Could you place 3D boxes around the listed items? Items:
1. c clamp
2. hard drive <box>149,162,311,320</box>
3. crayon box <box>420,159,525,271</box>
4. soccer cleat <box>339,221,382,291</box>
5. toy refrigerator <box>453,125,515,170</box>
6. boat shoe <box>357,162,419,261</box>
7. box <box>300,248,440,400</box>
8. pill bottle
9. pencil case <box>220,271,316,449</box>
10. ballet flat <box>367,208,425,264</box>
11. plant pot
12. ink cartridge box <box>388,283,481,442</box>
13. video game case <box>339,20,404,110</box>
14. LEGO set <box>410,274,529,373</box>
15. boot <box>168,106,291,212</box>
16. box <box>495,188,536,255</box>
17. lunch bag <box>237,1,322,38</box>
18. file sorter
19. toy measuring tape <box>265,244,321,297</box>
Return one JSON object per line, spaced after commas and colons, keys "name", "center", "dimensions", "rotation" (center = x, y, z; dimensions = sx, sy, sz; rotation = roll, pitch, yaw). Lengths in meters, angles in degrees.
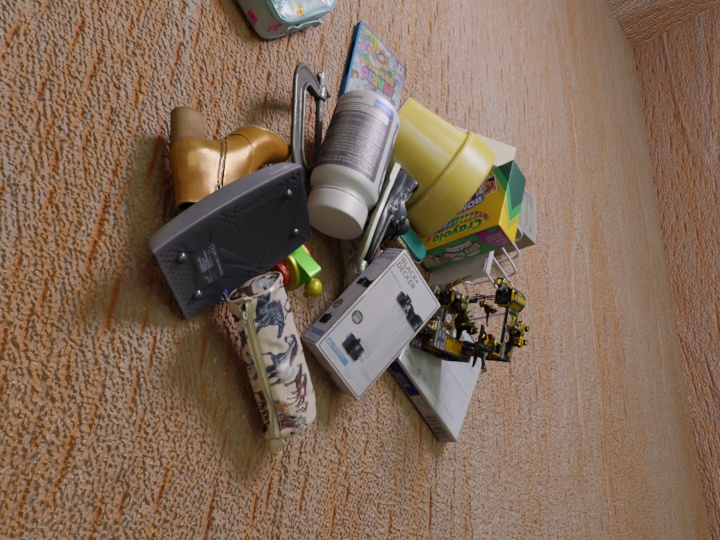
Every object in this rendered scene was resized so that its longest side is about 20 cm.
{"name": "c clamp", "center": [-0.073, -0.232, 0.842], "dimensions": [0.171, 0.026, 0.209], "rotation": [41, 51, -72]}
{"name": "hard drive", "center": [-0.151, -0.042, 0.639], "dimensions": [0.197, 0.042, 0.137], "rotation": [-35, 147, -23]}
{"name": "crayon box", "center": [0.209, -0.102, 1.013], "dimensions": [0.058, 0.196, 0.176], "rotation": [44, 49, -25]}
{"name": "soccer cleat", "center": [0.000, 0.000, 0.856], "dimensions": [0.084, 0.067, 0.207], "rotation": [-25, 98, -47]}
{"name": "toy refrigerator", "center": [0.210, -0.234, 1.079], "dimensions": [0.193, 0.071, 0.077], "rotation": [21, 53, 6]}
{"name": "boat shoe", "center": [0.050, -0.084, 0.829], "dimensions": [0.064, 0.075, 0.203], "rotation": [27, 46, -7]}
{"name": "box", "center": [0.019, 0.076, 0.797], "dimensions": [0.200, 0.060, 0.118], "rotation": [-44, 111, -20]}
{"name": "pill bottle", "center": [-0.014, -0.161, 0.814], "dimensions": [0.112, 0.112, 0.206], "rotation": [33, 64, -34]}
{"name": "pencil case", "center": [-0.111, 0.111, 0.660], "dimensions": [0.089, 0.075, 0.208], "rotation": [-36, 117, -58]}
{"name": "ballet flat", "center": [0.039, -0.088, 0.926], "dimensions": [0.203, 0.064, 0.071], "rotation": [57, 43, -13]}
{"name": "plant pot", "center": [0.113, -0.199, 0.963], "dimensions": [0.188, 0.200, 0.203], "rotation": [41, 49, -7]}
{"name": "ink cartridge box", "center": [0.144, 0.167, 0.971], "dimensions": [0.202, 0.040, 0.201], "rotation": [55, 45, -18]}
{"name": "video game case", "center": [0.028, -0.374, 1.044], "dimensions": [0.141, 0.017, 0.207], "rotation": [33, 55, -36]}
{"name": "LEGO set", "center": [0.169, 0.079, 0.874], "dimensions": [0.114, 0.197, 0.159], "rotation": [25, 79, -35]}
{"name": "boot", "center": [-0.165, -0.121, 0.702], "dimensions": [0.197, 0.070, 0.150], "rotation": [7, 66, -48]}
{"name": "box", "center": [0.305, -0.145, 1.197], "dimensions": [0.198, 0.107, 0.132], "rotation": [33, 54, -35]}
{"name": "lunch bag", "center": [-0.125, -0.479, 0.871], "dimensions": [0.163, 0.076, 0.200], "rotation": [58, 44, -15]}
{"name": "file sorter", "center": [0.241, -0.021, 1.068], "dimensions": [0.125, 0.136, 0.204], "rotation": [45, 49, -29]}
{"name": "toy measuring tape", "center": [-0.128, -0.036, 0.748], "dimensions": [0.200, 0.074, 0.073], "rotation": [47, 45, 5]}
